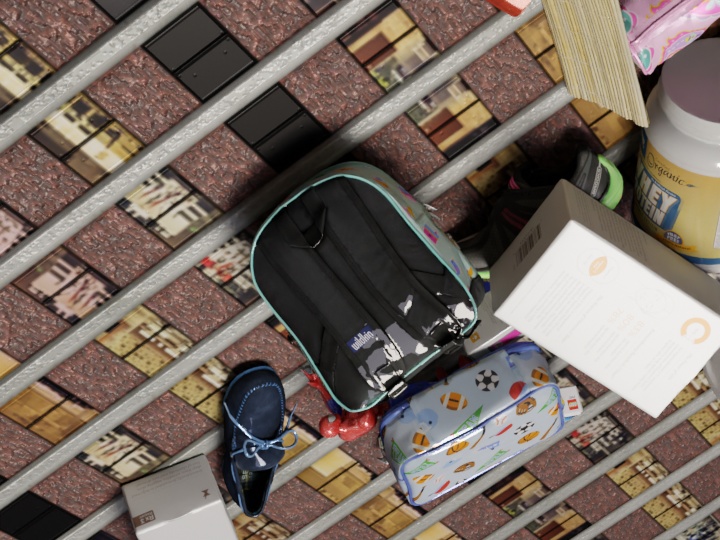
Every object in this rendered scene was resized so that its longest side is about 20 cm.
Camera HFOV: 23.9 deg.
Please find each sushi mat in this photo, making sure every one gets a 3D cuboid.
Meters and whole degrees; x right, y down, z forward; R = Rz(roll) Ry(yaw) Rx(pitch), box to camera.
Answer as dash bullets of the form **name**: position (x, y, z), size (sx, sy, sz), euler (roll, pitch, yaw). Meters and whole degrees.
- **sushi mat**: position (0.204, -0.208, 1.519), size (0.012, 0.095, 0.200), euler (-50, 144, -18)

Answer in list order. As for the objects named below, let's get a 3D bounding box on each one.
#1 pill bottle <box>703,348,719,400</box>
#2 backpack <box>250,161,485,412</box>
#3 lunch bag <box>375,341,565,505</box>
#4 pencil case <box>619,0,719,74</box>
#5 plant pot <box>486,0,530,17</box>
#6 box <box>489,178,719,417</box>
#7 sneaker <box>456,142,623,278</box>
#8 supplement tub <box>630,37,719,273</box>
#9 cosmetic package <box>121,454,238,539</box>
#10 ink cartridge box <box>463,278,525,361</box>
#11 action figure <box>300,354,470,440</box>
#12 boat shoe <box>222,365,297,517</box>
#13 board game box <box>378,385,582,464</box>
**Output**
- **pill bottle**: position (0.505, 0.084, 1.981), size (0.199, 0.111, 0.111), euler (-16, 140, -12)
- **backpack**: position (0.000, 0.000, 1.575), size (0.176, 0.153, 0.200), euler (-39, 102, 18)
- **lunch bag**: position (0.111, 0.161, 1.748), size (0.199, 0.076, 0.160), euler (-26, 153, -4)
- **pencil case**: position (0.308, -0.264, 1.513), size (0.200, 0.088, 0.087), euler (-36, 140, 16)
- **plant pot**: position (0.073, -0.342, 1.234), size (0.176, 0.200, 0.200), euler (18, 125, -26)
- **box**: position (0.240, 0.027, 1.631), size (0.200, 0.098, 0.125), euler (32, 113, -14)
- **sneaker**: position (0.162, -0.061, 1.685), size (0.199, 0.077, 0.084), euler (-32, 108, 15)
- **supplement tub**: position (0.343, -0.111, 1.655), size (0.144, 0.145, 0.201), euler (-16, 139, -12)
- **cosmetic package**: position (-0.187, 0.298, 1.877), size (0.101, 0.074, 0.201), euler (-20, 138, -7)
- **ink cartridge box**: position (0.177, 0.003, 1.729), size (0.200, 0.095, 0.037), euler (-37, 140, 13)
- **action figure**: position (0.021, 0.116, 1.789), size (0.200, 0.099, 0.065), euler (-23, 171, -41)
- **boat shoe**: position (-0.103, 0.184, 1.797), size (0.084, 0.069, 0.201), euler (-14, 139, -14)
- **board game box**: position (0.133, 0.173, 1.898), size (0.199, 0.035, 0.126), euler (-8, 165, -21)
